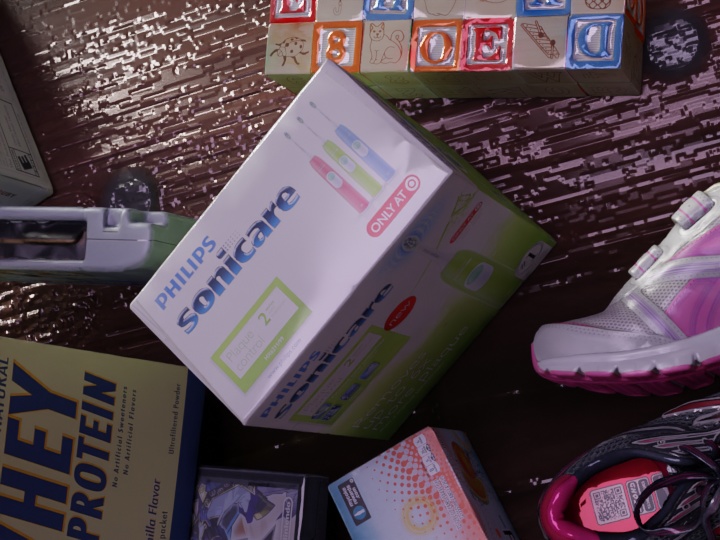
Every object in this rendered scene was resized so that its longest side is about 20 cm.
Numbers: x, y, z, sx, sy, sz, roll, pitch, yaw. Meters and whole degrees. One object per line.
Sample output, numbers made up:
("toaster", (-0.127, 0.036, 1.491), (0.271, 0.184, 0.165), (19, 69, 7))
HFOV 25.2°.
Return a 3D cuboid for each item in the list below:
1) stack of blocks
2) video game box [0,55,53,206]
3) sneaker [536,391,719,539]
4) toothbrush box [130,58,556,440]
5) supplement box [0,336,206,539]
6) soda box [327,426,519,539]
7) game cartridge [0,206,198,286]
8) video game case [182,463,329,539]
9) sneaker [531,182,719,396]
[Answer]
("stack of blocks", (0.053, -0.156, 0.873), (0.198, 0.059, 0.117), (2, 83, 21))
("video game box", (-0.273, -0.135, 0.929), (0.047, 0.182, 0.201), (-28, 73, 14))
("sneaker", (0.181, 0.096, 0.778), (0.199, 0.075, 0.081), (-27, 74, 15))
("toothbrush box", (0.000, 0.000, 0.794), (0.086, 0.200, 0.146), (43, 97, 21))
("supplement box", (-0.222, 0.102, 0.841), (0.198, 0.199, 0.136), (1, 82, 38))
("soda box", (0.061, 0.183, 0.817), (0.068, 0.063, 0.201), (-31, 72, 14))
("game cartridge", (-0.172, -0.012, 0.897), (0.198, 0.133, 0.042), (1, 82, 22))
("video game case", (-0.099, 0.205, 0.868), (0.179, 0.025, 0.202), (-1, 81, 39))
("sneaker", (0.176, 0.004, 0.796), (0.198, 0.081, 0.089), (-18, 75, 9))
